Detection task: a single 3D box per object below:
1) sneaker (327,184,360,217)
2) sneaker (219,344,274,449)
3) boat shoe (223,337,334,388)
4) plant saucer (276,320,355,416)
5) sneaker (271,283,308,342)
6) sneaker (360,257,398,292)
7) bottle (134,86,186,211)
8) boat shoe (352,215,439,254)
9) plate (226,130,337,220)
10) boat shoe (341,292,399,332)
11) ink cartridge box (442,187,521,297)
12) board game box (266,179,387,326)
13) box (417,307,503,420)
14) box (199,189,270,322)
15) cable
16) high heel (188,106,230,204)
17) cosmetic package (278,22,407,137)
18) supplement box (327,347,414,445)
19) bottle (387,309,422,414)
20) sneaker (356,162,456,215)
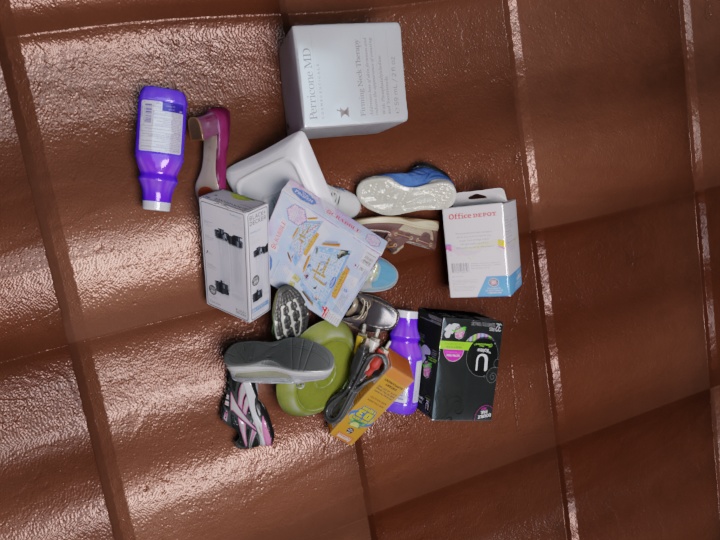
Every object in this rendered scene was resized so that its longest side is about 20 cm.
[{"bbox_3d":[-0.086,-0.141,1.139,0.194,0.072,0.074,15,89,-21],"label":"sneaker"},{"bbox_3d":[-0.230,0.248,1.124,0.084,0.080,0.207,-17,95,-4],"label":"sneaker"},{"bbox_3d":[-0.139,0.167,1.044,0.194,0.076,0.066,-2,132,7],"label":"boat shoe"},{"bbox_3d":[-0.074,0.194,1.142,0.197,0.031,0.206,-26,129,-37],"label":"plant saucer"},{"bbox_3d":[-0.146,0.114,1.114,0.076,0.087,0.206,-24,125,-36],"label":"sneaker"},{"bbox_3d":[0.000,0.000,1.149,0.194,0.130,0.082,13,89,-19],"label":"sneaker"},{"bbox_3d":[-0.348,-0.209,1.038,0.081,0.065,0.208,3,94,-18],"label":"bottle"},{"bbox_3d":[0.069,-0.070,1.201,0.194,0.072,0.075,2,93,-25],"label":"boat shoe"},{"bbox_3d":[-0.141,-0.118,1.075,0.205,0.195,0.032,66,31,-11],"label":"plate"},{"bbox_3d":[-0.014,0.077,1.166,0.193,0.073,0.077,15,90,-8],"label":"boat shoe"},{"bbox_3d":[0.248,-0.060,1.206,0.124,0.125,0.208,-19,105,-61],"label":"ink cartridge box"},{"bbox_3d":[-0.080,-0.024,1.050,0.196,0.041,0.202,32,129,-2],"label":"board game box"},{"bbox_3d":[0.195,0.193,1.237,0.144,0.124,0.208,6,94,-19],"label":"box"},{"bbox_3d":[-0.217,-0.027,1.045,0.060,0.114,0.207,-31,130,-50],"label":"box"},{"bbox_3d":[0.000,0.211,1.137,0.050,0.096,0.206,7,108,-53],"label":"cable"},{"bbox_3d":[-0.254,-0.189,1.090,0.096,0.066,0.207,-38,134,-52],"label":"high heel"},{"bbox_3d":[-0.036,-0.339,1.088,0.193,0.166,0.174,-9,98,-16],"label":"cosmetic package"},{"bbox_3d":[0.016,0.248,1.169,0.066,0.070,0.201,30,113,-25],"label":"supplement box"},{"bbox_3d":[0.085,0.184,1.220,0.064,0.081,0.208,6,89,-53],"label":"bottle"},{"bbox_3d":[0.090,-0.166,1.193,0.192,0.112,0.079,-2,115,5],"label":"sneaker"}]
